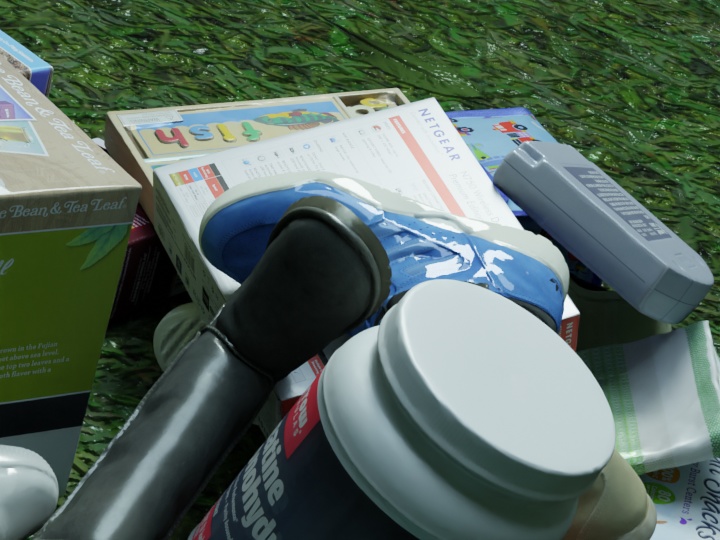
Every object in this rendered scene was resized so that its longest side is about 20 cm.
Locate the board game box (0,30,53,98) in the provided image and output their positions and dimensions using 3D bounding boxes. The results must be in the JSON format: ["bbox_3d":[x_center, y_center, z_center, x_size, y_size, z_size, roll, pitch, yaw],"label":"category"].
[{"bbox_3d":[-0.322,-0.106,1.750,0.159,0.097,0.200,35,31,32],"label":"board game box"}]

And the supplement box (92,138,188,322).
[{"bbox_3d":[-0.187,-0.014,1.688,0.109,0.061,0.200,30,28,26],"label":"supplement box"}]

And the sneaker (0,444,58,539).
[{"bbox_3d":[-0.218,0.148,1.348,0.200,0.075,0.088,-19,46,-35],"label":"sneaker"}]

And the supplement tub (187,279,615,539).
[{"bbox_3d":[0.016,0.116,1.362,0.140,0.200,0.140,27,31,-18],"label":"supplement tub"}]

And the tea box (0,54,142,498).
[{"bbox_3d":[-0.236,-0.005,1.484,0.133,0.197,0.200,-5,32,-38],"label":"tea box"}]

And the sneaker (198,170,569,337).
[{"bbox_3d":[0.006,0.015,1.481,0.200,0.077,0.111,14,36,2],"label":"sneaker"}]

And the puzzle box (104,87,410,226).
[{"bbox_3d":[-0.045,-0.065,1.739,0.200,0.025,0.133,-7,33,-21],"label":"puzzle box"}]

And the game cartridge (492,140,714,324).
[{"bbox_3d":[0.150,-0.023,1.687,0.133,0.041,0.200,38,9,9],"label":"game cartridge"}]

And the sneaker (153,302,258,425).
[{"bbox_3d":[-0.017,0.047,1.642,0.200,0.074,0.082,9,22,7],"label":"sneaker"}]

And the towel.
[{"bbox_3d":[0.113,0.080,1.618,0.200,0.031,0.149,-9,21,3],"label":"towel"}]

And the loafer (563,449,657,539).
[{"bbox_3d":[0.055,0.117,1.502,0.200,0.068,0.076,-5,29,10],"label":"loafer"}]

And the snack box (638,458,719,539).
[{"bbox_3d":[0.183,0.140,1.607,0.142,0.053,0.200,17,26,4],"label":"snack box"}]

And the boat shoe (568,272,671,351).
[{"bbox_3d":[0.108,0.028,1.747,0.066,0.075,0.199,1,-3,44],"label":"boat shoe"}]

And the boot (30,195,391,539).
[{"bbox_3d":[-0.080,0.070,1.387,0.073,0.182,0.200,42,55,6],"label":"boot"}]

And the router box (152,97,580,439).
[{"bbox_3d":[0.000,0.000,1.589,0.179,0.049,0.200,-15,46,-17],"label":"router box"}]

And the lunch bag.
[{"bbox_3d":[0.048,-0.044,1.829,0.200,0.094,0.151,7,27,-33],"label":"lunch bag"}]
